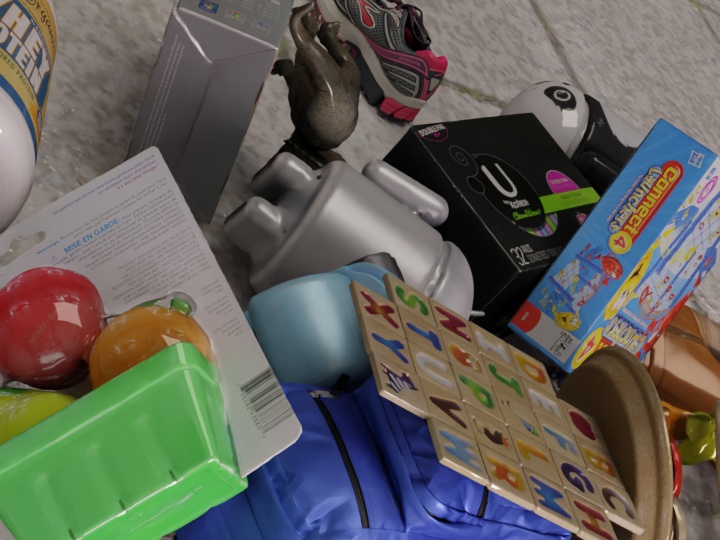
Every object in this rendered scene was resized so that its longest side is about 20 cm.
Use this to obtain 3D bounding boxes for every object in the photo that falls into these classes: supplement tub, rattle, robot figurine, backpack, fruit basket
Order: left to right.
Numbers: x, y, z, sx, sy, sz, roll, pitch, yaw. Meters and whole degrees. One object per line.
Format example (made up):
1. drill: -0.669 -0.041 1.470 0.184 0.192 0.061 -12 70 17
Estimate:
1. supplement tub: -0.257 -0.119 0.860 0.144 0.145 0.201 27 35 -26
2. fruit basket: -0.148 0.055 0.776 0.201 0.184 0.094 59 0 32
3. robot figurine: 0.000 0.000 1.043 0.200 0.113 0.170 37 72 -11
4. backpack: 0.002 0.139 0.832 0.199 0.168 0.163 16 29 -35
5. robot figurine: 0.218 -0.099 1.402 0.199 0.150 0.125 32 57 -20
6. rattle: 0.270 0.202 1.185 0.130 0.142 0.202 41 48 -87

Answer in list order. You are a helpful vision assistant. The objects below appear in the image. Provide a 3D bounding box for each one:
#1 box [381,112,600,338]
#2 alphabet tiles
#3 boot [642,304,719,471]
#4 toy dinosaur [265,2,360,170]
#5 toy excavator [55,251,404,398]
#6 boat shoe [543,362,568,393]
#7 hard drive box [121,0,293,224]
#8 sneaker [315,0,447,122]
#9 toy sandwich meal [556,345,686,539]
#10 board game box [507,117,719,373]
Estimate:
1. box: 0.100 -0.031 1.188 0.149 0.124 0.199 53 34 15
2. alphabet tiles: 0.078 0.078 0.828 0.199 0.006 0.167 31 23 -27
3. boot: 0.277 0.102 1.295 0.154 0.074 0.201 20 35 -25
4. toy dinosaur: -0.026 -0.131 1.077 0.076 0.200 0.103 -9 69 -18
5. toy excavator: -0.064 0.054 0.886 0.101 0.193 0.200 69 13 16
6. boat shoe: 0.144 0.104 1.131 0.199 0.066 0.070 28 34 -24
7. hard drive box: -0.105 -0.159 1.063 0.076 0.156 0.201 20 36 -9
8. sneaker: 0.023 -0.236 1.394 0.080 0.075 0.201 4 48 -47
9. toy sandwich meal: 0.173 0.144 0.942 0.070 0.206 0.206 4 43 -14
10. board game box: 0.222 -0.003 1.166 0.056 0.196 0.200 38 6 24
